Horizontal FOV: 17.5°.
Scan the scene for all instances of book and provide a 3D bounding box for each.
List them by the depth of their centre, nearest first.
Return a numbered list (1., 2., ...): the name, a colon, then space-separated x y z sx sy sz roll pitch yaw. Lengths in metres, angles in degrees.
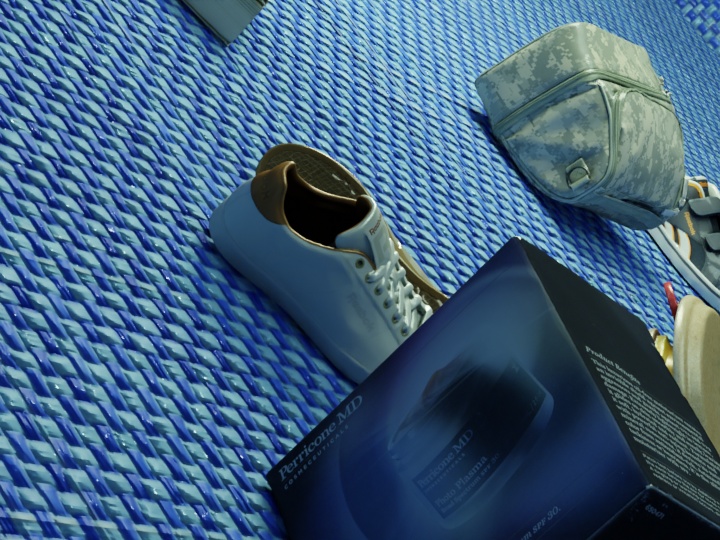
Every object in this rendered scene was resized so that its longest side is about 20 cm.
1. book: -0.152 -0.269 1.825 0.200 0.048 0.134 43 13 -7

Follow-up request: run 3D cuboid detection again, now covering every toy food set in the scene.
1. toy food set: 0.257 0.112 1.803 0.200 0.049 0.198 -61 140 -60

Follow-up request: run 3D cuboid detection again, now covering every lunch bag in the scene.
1. lunch bag: 0.225 -0.128 2.251 0.200 0.139 0.168 14 52 -59

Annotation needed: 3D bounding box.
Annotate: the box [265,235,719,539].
1. box: 0.076 0.128 1.199 0.123 0.200 0.198 33 21 -36

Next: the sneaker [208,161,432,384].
1. sneaker: 0.004 0.010 1.464 0.200 0.085 0.073 38 40 -16

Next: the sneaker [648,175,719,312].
1. sneaker: 0.347 -0.046 2.438 0.200 0.079 0.078 53 17 15

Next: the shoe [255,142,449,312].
1. shoe: 0.000 0.000 1.562 0.200 0.070 0.053 48 -20 5
